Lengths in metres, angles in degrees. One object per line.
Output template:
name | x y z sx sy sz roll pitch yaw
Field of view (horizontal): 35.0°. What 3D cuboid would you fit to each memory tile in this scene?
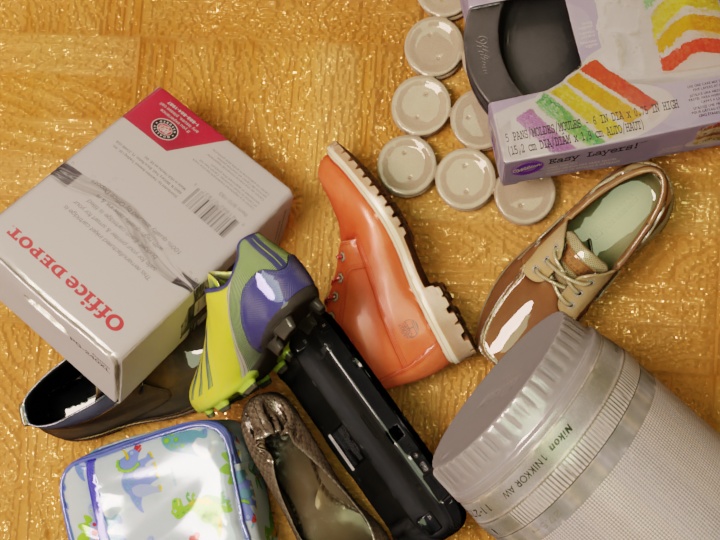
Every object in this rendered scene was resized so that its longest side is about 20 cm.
memory tile | 0.103 -0.146 0.927 0.151 0.017 0.203 12 86 9

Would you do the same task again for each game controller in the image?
game controller | 0.004 0.124 0.878 0.042 0.104 0.201 -31 80 -24

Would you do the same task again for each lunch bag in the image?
lunch bag | -0.146 0.227 0.898 0.159 0.082 0.203 -14 82 10

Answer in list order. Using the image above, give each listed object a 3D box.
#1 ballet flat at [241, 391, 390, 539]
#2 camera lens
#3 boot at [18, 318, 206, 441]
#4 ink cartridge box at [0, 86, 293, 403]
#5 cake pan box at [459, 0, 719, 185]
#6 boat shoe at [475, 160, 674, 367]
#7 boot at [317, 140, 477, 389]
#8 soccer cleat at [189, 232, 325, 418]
ballet flat | -0.031 0.184 0.888 0.067 0.046 0.201 -30 93 1
camera lens | 0.170 0.148 0.803 0.200 0.160 0.160 41 91 -1
boot | -0.173 0.085 0.905 0.198 0.097 0.075 -27 81 5
ink cartridge box | -0.171 -0.022 0.878 0.145 0.084 0.200 38 60 9
cake pan box | 0.177 -0.173 0.875 0.197 0.052 0.187 -10 71 2
boat shoe | 0.162 -0.008 0.875 0.075 0.074 0.200 40 91 10
boot | 0.000 0.000 0.903 0.106 0.075 0.202 -29 82 10
soccer cleat | -0.089 0.042 0.842 0.064 0.200 0.084 -32 78 -37
